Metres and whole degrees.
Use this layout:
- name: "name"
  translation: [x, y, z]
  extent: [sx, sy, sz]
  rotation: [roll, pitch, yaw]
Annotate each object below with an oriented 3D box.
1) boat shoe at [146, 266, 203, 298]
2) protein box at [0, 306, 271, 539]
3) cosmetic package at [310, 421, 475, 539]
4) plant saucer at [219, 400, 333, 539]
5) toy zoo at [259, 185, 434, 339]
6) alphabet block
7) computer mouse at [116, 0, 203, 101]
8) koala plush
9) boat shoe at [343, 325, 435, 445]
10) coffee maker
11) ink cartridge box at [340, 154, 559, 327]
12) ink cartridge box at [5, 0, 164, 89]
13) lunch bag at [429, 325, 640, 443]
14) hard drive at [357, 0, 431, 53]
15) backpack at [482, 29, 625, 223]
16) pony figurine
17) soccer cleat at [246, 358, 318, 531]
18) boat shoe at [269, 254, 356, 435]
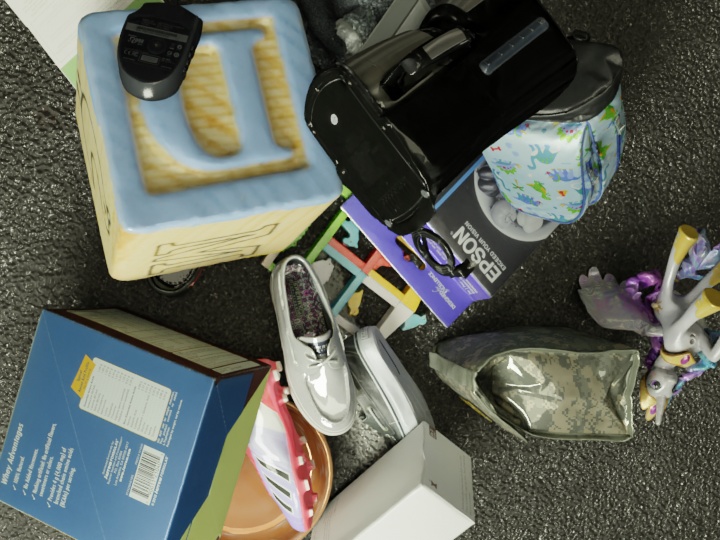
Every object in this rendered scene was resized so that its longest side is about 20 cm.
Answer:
- name: "boat shoe"
  translation: [-0.180, -0.068, 0.892]
  extent: [0.073, 0.063, 0.203]
  rotation: [18, 87, -10]
- name: "protein box"
  translation: [-0.229, 0.161, 0.836]
  extent: [0.199, 0.135, 0.200]
  rotation: [19, 94, 17]
- name: "cosmetic package"
  translation: [0.032, 0.277, 0.923]
  extent: [0.081, 0.113, 0.200]
  rotation: [40, 115, -14]
- name: "plant saucer"
  translation: [-0.132, 0.235, 0.956]
  extent: [0.198, 0.037, 0.202]
  rotation: [-2, 98, -12]
- name: "toy zoo"
  translation: [0.000, 0.000, 0.960]
  extent: [0.200, 0.020, 0.132]
  rotation: [37, 89, -14]
- name: "alphabet block"
  translation: [-0.151, -0.115, 0.773]
  extent: [0.195, 0.200, 0.197]
  rotation: [-10, 81, -21]
- name: "computer mouse"
  translation: [-0.148, -0.221, 0.677]
  extent: [0.058, 0.034, 0.201]
  rotation: [15, 67, 2]
- name: "koala plush"
  translation: [0.011, -0.279, 0.834]
  extent: [0.183, 0.200, 0.178]
  rotation: [34, 90, -14]
- name: "boat shoe"
  translation: [0.030, 0.156, 0.969]
  extent: [0.070, 0.072, 0.201]
  rotation: [-23, 106, 17]
- name: "coffee maker"
  translation: [0.080, -0.130, 0.703]
  extent: [0.200, 0.134, 0.193]
  rotation: [-38, 115, -25]
- name: "ink cartridge box"
  translation: [0.112, -0.070, 0.951]
  extent: [0.200, 0.043, 0.198]
  rotation: [-46, 104, -10]
- name: "ink cartridge box"
  translation: [-0.280, -0.288, 0.823]
  extent: [0.145, 0.048, 0.200]
  rotation: [-32, 105, 23]
- name: "lunch bag"
  translation: [0.188, 0.124, 0.941]
  extent: [0.198, 0.164, 0.119]
  rotation: [4, 94, -11]
- name: "hard drive"
  translation: [0.053, -0.165, 0.821]
  extent: [0.132, 0.026, 0.200]
  rotation: [-55, 148, -1]
- name: "backpack"
  translation: [0.200, -0.143, 0.867]
  extent: [0.162, 0.200, 0.155]
  rotation: [15, 83, 27]
- name: "pony figurine"
  translation: [0.353, 0.050, 0.940]
  extent: [0.165, 0.194, 0.201]
  rotation: [8, 134, -6]
- name: "soccer cleat"
  translation: [-0.101, 0.195, 0.911]
  extent: [0.076, 0.067, 0.202]
  rotation: [-14, 99, 6]
- name: "boat shoe"
  translation: [-0.048, 0.078, 0.888]
  extent: [0.071, 0.069, 0.202]
  rotation: [-10, 81, -11]
